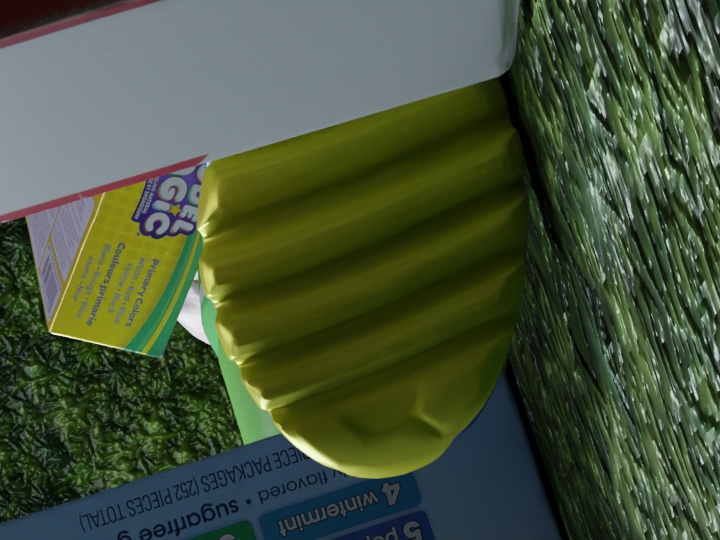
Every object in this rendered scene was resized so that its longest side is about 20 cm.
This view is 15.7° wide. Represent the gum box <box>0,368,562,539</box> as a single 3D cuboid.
[{"bbox_3d":[-0.007,0.149,0.765,0.045,0.169,0.201,91,162,-79],"label":"gum box"}]

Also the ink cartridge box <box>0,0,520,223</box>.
[{"bbox_3d":[-0.066,-0.123,0.524,0.083,0.144,0.201,83,169,-69],"label":"ink cartridge box"}]

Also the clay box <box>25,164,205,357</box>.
[{"bbox_3d":[-0.061,-0.086,0.895,0.201,0.047,0.115,-65,24,25],"label":"clay box"}]

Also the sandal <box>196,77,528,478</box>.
[{"bbox_3d":[-0.008,-0.052,0.616,0.087,0.079,0.201,1,-101,-90],"label":"sandal"}]

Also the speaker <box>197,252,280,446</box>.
[{"bbox_3d":[0.007,0.072,0.869,0.089,0.088,0.201,79,173,-65],"label":"speaker"}]

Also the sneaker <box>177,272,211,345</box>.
[{"bbox_3d":[-0.041,-0.034,0.974,0.201,0.104,0.076,80,174,-58],"label":"sneaker"}]
